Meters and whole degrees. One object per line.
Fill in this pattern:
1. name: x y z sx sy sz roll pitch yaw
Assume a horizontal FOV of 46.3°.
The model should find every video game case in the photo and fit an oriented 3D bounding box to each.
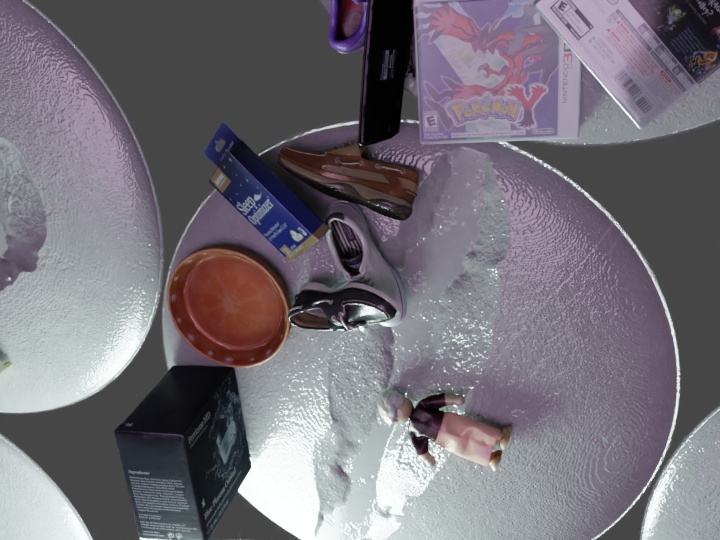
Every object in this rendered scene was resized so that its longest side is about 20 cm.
1. video game case: 0.168 -0.247 1.028 0.199 0.023 0.183 -1 114 9
2. video game case: 0.331 -0.293 0.960 0.182 0.023 0.200 -40 101 23

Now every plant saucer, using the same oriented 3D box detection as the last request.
1. plant saucer: -0.198 0.054 1.282 0.200 0.032 0.201 6 115 14

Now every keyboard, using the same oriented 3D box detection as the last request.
1. keyboard: 0.027 -0.259 1.041 0.040 0.104 0.200 25 122 35

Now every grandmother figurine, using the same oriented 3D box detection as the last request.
1. grandmother figurine: 0.118 0.236 1.263 0.200 0.061 0.122 23 91 8

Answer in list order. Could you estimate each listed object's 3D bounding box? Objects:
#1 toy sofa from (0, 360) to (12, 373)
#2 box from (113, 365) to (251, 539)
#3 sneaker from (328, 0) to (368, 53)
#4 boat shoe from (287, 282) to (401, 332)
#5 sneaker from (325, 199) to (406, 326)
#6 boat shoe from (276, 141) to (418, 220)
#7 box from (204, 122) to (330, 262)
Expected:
1. toy sofa: -0.698 0.120 1.422 0.083 0.098 0.200 -26 104 25
2. box: -0.269 0.282 1.314 0.117 0.197 0.200 0 114 15
3. sneaker: 0.011 -0.353 1.005 0.080 0.083 0.200 20 117 7
4. boat shoe: -0.028 0.057 1.167 0.200 0.060 0.074 5 143 46
5. sneaker: 0.000 0.000 1.177 0.073 0.071 0.200 -23 106 24
6. boat shoe: -0.012 -0.132 1.128 0.200 0.076 0.074 22 86 15
7. box: -0.140 -0.103 1.159 0.200 0.032 0.121 46 154 -6
